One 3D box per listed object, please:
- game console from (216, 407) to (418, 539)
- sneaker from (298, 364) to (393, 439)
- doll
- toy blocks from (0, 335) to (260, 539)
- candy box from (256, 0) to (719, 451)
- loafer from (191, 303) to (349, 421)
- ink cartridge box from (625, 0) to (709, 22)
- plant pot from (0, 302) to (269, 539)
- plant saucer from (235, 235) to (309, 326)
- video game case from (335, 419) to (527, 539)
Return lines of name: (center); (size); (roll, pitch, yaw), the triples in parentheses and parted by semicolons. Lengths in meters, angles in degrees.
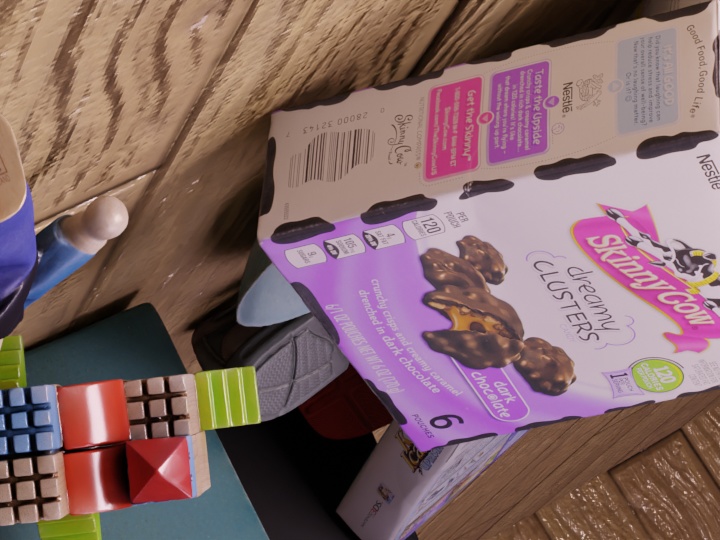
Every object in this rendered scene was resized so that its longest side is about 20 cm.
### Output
game console: (-0.063, 0.193, 1.521); (0.176, 0.200, 0.116); (-37, 150, 23)
sneaker: (0.054, 0.029, 1.521); (0.200, 0.078, 0.115); (-39, 166, 33)
doll: (-0.148, 0.003, 0.927); (0.136, 0.049, 0.200); (-29, 168, -15)
toy blocks: (-0.142, 0.075, 1.036); (0.199, 0.100, 0.137); (-6, 178, 0)
candy box: (0.083, -0.013, 1.062); (0.199, 0.072, 0.168); (-13, 140, 22)
loafer: (0.000, 0.000, 1.336); (0.200, 0.063, 0.072); (-33, 138, -16)
ink cartridge box: (0.194, -0.062, 1.172); (0.144, 0.146, 0.200); (18, 147, -11)
plant pot: (-0.175, 0.131, 1.190); (0.200, 0.142, 0.141); (-18, 163, -30)
plant saucer: (0.017, -0.044, 1.206); (0.201, 0.039, 0.201); (-31, 170, -6)
video game case: (0.087, 0.059, 1.487); (0.200, 0.045, 0.181); (-38, 165, -36)
